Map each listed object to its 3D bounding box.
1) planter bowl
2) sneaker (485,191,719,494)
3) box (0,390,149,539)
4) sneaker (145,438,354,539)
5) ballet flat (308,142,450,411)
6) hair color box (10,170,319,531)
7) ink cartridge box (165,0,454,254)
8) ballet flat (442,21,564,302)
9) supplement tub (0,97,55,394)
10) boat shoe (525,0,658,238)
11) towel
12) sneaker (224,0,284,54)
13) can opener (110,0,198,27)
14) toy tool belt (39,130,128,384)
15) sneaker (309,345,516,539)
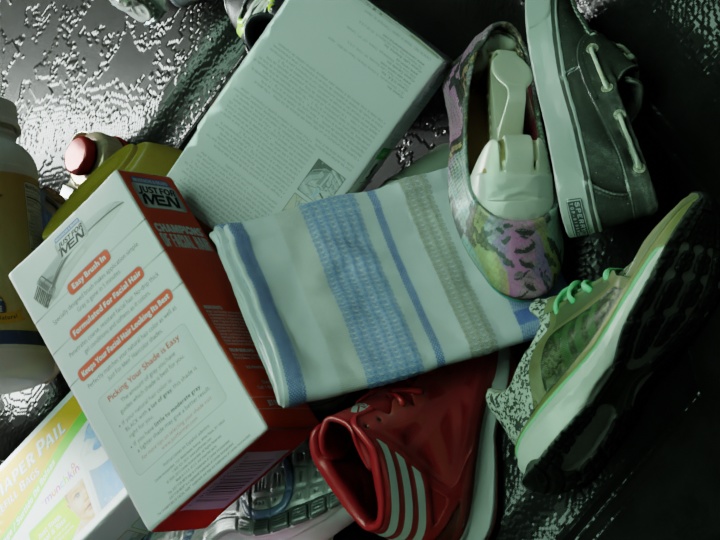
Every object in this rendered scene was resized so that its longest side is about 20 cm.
[{"bbox_3d":[-0.160,-0.028,1.592,0.200,0.083,0.200,-42,14,13],"label":"planter bowl"},{"bbox_3d":[0.134,0.029,1.341,0.089,0.077,0.200,43,106,36],"label":"sneaker"},{"bbox_3d":[-0.185,0.171,1.602,0.200,0.101,0.113,-46,48,24],"label":"box"},{"bbox_3d":[-0.055,0.168,1.484,0.200,0.087,0.075,-29,37,39],"label":"sneaker"},{"bbox_3d":[0.000,0.000,1.501,0.200,0.064,0.067,-61,32,10],"label":"ballet flat"},{"bbox_3d":[-0.125,0.050,1.446,0.111,0.064,0.200,-41,68,23],"label":"hair color box"},{"bbox_3d":[-0.041,-0.088,1.507,0.109,0.050,0.200,37,99,8],"label":"ink cartridge box"},{"bbox_3d":[0.089,-0.076,1.419,0.071,0.069,0.201,108,162,-48],"label":"ballet flat"},{"bbox_3d":[-0.293,-0.014,1.619,0.144,0.144,0.201,-15,78,42],"label":"supplement tub"},{"bbox_3d":[0.141,-0.105,1.406,0.063,0.071,0.201,-13,53,7],"label":"boat shoe"},{"bbox_3d":[0.020,0.003,1.416,0.024,0.199,0.147,89,163,-51],"label":"towel"},{"bbox_3d":[-0.050,-0.172,1.606,0.200,0.083,0.072,43,106,45],"label":"sneaker"},{"bbox_3d":[-0.128,-0.228,1.695,0.200,0.053,0.067,-12,38,55],"label":"can opener"},{"bbox_3d":[-0.256,-0.022,1.731,0.125,0.123,0.201,22,91,47],"label":"toy tool belt"},{"bbox_3d":[0.031,0.070,1.408,0.078,0.115,0.201,-22,60,39],"label":"sneaker"}]
